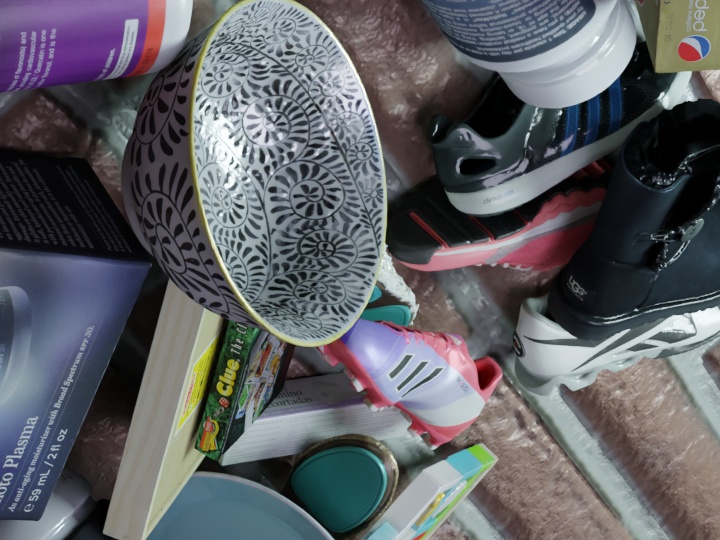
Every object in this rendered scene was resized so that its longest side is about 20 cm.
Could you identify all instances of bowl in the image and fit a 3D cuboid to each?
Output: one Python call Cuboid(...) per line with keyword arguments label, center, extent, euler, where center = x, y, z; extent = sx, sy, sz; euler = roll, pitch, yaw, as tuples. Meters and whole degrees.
Cuboid(label="bowl", center=(-0.074, -0.051, 1.252), extent=(0.094, 0.201, 0.201), euler=(-8, 148, 32))

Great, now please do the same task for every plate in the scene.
Cuboid(label="plate", center=(-0.081, 0.217, 1.522), extent=(0.026, 0.200, 0.200), euler=(-53, 159, -52))

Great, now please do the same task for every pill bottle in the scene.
Cuboid(label="pill bottle", center=(0.089, -0.190, 1.306), extent=(0.120, 0.120, 0.200), euler=(-38, 137, 1))
Cuboid(label="pill bottle", center=(-0.197, -0.150, 1.157), extent=(0.200, 0.112, 0.113), euler=(-11, 131, -27))

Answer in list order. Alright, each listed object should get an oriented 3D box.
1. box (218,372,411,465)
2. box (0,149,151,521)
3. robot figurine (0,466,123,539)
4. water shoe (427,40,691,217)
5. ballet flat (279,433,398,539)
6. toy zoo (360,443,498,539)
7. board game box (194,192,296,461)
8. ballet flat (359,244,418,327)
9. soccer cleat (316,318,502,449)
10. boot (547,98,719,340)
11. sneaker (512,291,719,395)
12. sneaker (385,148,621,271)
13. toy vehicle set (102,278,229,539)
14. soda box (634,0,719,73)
Cuboid(label="box", center=(-0.014, 0.098, 1.539), extent=(0.200, 0.039, 0.041), euler=(-7, 128, -28))
Cuboid(label="box", center=(-0.259, 0.036, 1.267), extent=(0.198, 0.123, 0.200), euler=(6, 121, -35))
Cuboid(label="robot figurine", center=(-0.186, 0.222, 1.426), extent=(0.125, 0.200, 0.150), euler=(-43, -175, -29))
Cuboid(label="water shoe", center=(0.135, -0.113, 1.434), extent=(0.200, 0.071, 0.079), euler=(-35, 119, -18))
Cuboid(label="ballet flat", center=(-0.023, 0.163, 1.548), extent=(0.065, 0.071, 0.200), euler=(-35, 173, -46))
Cuboid(label="toy zoo", center=(0.029, 0.189, 1.582), extent=(0.131, 0.020, 0.200), euler=(-50, 168, 14))
Cuboid(label="board game box", center=(-0.056, 0.019, 1.417), extent=(0.105, 0.023, 0.200), euler=(-42, 154, -55))
Cuboid(label="ballet flat", center=(0.000, 0.000, 1.428), extent=(0.072, 0.072, 0.200), euler=(-33, 165, -5))
Cuboid(label="soccer cleat", center=(0.034, 0.061, 1.455), extent=(0.076, 0.067, 0.200), euler=(-45, 149, 2))
Cuboid(label="boot", center=(0.227, -0.044, 1.470), extent=(0.200, 0.076, 0.168), euler=(-20, 150, -35))
Cuboid(label="sneaker", center=(0.204, 0.018, 1.589), extent=(0.200, 0.074, 0.089), euler=(-25, 137, -14))
Cuboid(label="sneaker", center=(0.111, -0.025, 1.493), extent=(0.200, 0.074, 0.087), euler=(-17, 135, -21))
Cuboid(label="toy vehicle set", center=(-0.109, 0.063, 1.392), extent=(0.124, 0.026, 0.200), euler=(-55, 164, -61))
Cuboid(label="soda box", center=(0.191, -0.203, 1.300), extent=(0.064, 0.200, 0.068), euler=(-4, 131, -2))
